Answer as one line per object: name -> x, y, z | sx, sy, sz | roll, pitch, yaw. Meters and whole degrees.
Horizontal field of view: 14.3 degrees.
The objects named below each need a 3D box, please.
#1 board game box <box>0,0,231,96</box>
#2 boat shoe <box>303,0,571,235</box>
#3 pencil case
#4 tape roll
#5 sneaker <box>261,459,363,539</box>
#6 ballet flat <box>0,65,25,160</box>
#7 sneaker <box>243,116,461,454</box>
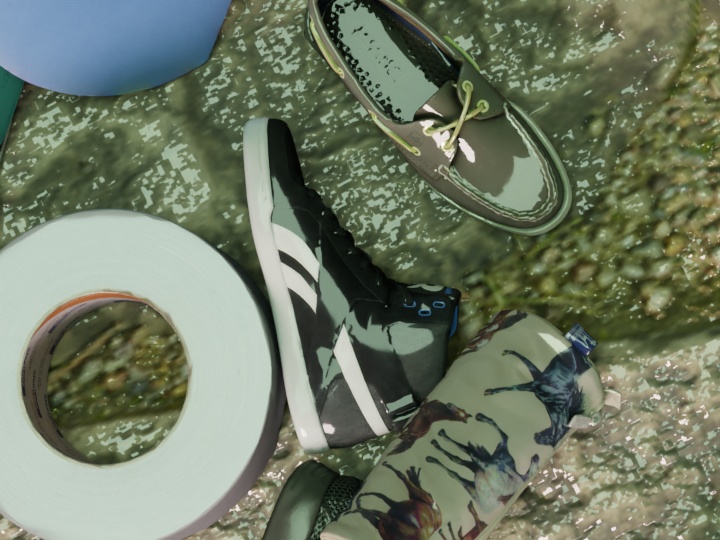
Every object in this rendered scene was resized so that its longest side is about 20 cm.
board game box -> -0.146, -0.198, 1.696 | 0.157, 0.039, 0.201 | 10, 121, -26
boat shoe -> 0.043, -0.098, 1.691 | 0.202, 0.060, 0.072 | 45, 92, 10
pencil case -> 0.061, 0.113, 1.624 | 0.089, 0.078, 0.200 | 28, 63, 24
tape roll -> -0.145, 0.066, 1.700 | 0.199, 0.066, 0.201 | -1, 84, 7
sneaker -> -0.020, 0.221, 1.661 | 0.114, 0.076, 0.200 | 21, 82, 16
ballet flat -> -0.251, -0.069, 1.736 | 0.069, 0.069, 0.201 | 13, 82, 9
sneaker -> 0.000, 0.000, 1.688 | 0.111, 0.073, 0.201 | -12, 91, 4
